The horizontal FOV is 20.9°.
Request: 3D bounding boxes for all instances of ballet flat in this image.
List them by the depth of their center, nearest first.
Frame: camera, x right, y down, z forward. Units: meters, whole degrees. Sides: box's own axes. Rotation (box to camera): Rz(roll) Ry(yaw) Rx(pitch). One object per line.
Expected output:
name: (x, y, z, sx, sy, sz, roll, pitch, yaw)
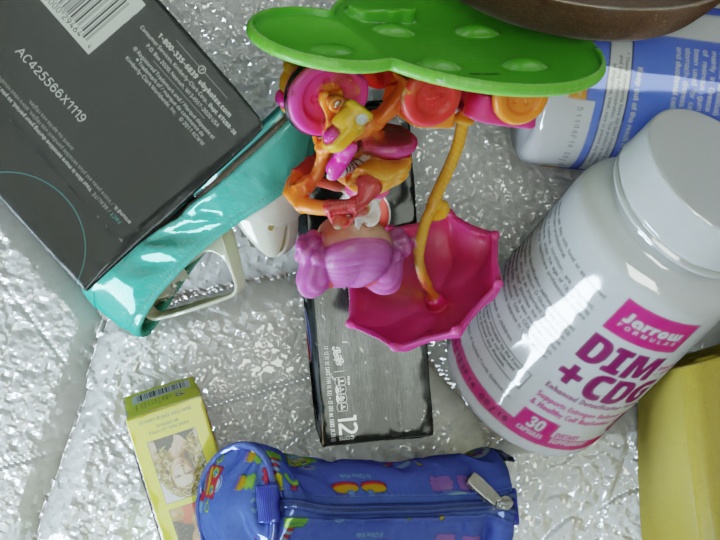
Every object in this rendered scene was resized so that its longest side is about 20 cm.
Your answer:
ballet flat: (-0.077, -0.026, 1.128, 0.200, 0.067, 0.070, -37, 96, 28)

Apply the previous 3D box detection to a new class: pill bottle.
pill bottle: (0.145, 0.008, 1.115, 0.113, 0.113, 0.200, 31, 130, -9)
pill bottle: (0.195, -0.108, 1.154, 0.200, 0.112, 0.112, 6, 96, -8)

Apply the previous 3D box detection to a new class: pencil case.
pencil case: (0.005, 0.140, 1.141, 0.200, 0.087, 0.078, 5, 70, -35)

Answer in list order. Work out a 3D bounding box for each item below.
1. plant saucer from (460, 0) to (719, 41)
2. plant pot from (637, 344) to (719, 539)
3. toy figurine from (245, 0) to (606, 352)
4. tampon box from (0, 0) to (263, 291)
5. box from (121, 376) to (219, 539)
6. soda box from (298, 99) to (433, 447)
plant saucer: (0.116, -0.179, 1.107, 0.200, 0.200, 0.035, 5, 123, -7)
plant pot: (0.265, 0.121, 1.158, 0.200, 0.200, 0.177, -15, 88, -4)
toy figurine: (0.020, -0.042, 1.058, 0.200, 0.150, 0.184, -4, 118, -29)
tampon box: (-0.152, -0.096, 1.069, 0.126, 0.200, 0.150, -42, 101, -1)
box: (-0.092, 0.169, 1.174, 0.050, 0.075, 0.200, -18, 98, -6)
soda box: (0.000, 0.000, 1.168, 0.071, 0.063, 0.200, -5, 98, -7)
